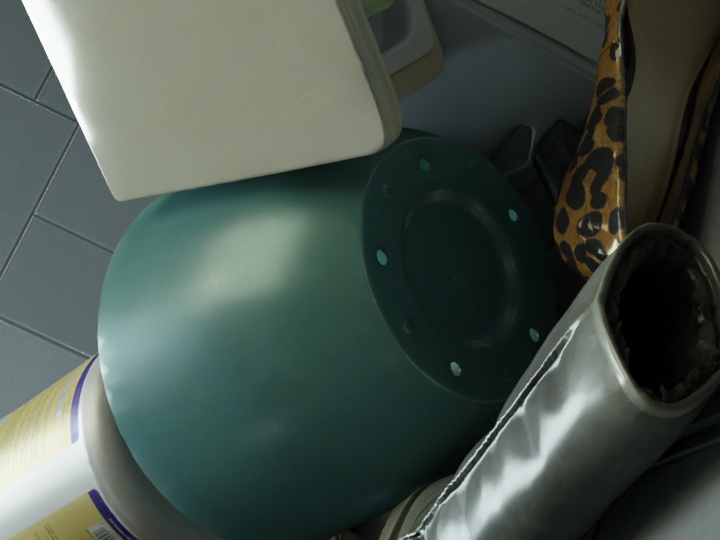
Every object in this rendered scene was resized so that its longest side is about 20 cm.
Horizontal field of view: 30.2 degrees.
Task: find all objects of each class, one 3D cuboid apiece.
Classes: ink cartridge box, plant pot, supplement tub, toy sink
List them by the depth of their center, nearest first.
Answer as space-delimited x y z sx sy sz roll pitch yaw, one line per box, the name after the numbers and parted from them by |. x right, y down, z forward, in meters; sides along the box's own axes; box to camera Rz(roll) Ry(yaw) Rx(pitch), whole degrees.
-0.045 -0.122 0.605 0.199 0.131 0.112 -7 23 47 | toy sink
-0.003 0.021 0.652 0.160 0.200 0.202 -26 35 45 | plant pot
0.082 -0.141 0.736 0.146 0.143 0.201 -54 14 49 | ink cartridge box
-0.158 0.135 0.833 0.199 0.145 0.146 -32 28 37 | supplement tub

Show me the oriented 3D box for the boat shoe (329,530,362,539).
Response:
-0.027 0.181 0.717 0.072 0.060 0.200 -42 13 9 | boat shoe

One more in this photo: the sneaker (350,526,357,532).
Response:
-0.007 0.090 0.849 0.201 0.077 0.086 -59 9 38 | sneaker

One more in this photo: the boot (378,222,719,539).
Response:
0.059 0.101 0.490 0.200 0.072 0.183 -48 20 43 | boot

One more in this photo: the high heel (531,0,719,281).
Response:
0.137 -0.092 0.547 0.143 0.071 0.201 -98 32 -63 | high heel
